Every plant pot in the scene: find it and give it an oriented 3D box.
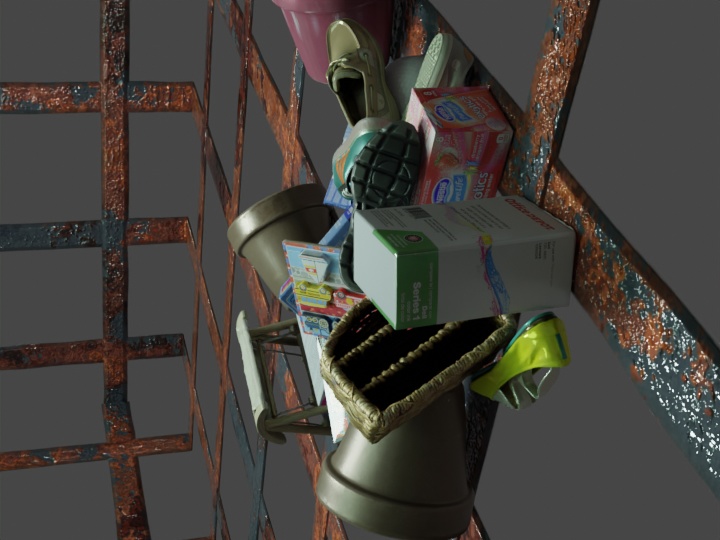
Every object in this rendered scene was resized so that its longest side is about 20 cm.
[{"bbox_3d":[-0.030,-0.378,1.557,0.201,0.197,0.181,-116,13,-51],"label":"plant pot"},{"bbox_3d":[0.055,0.212,1.345,0.200,0.197,0.178,-145,64,-68],"label":"plant pot"},{"bbox_3d":[-0.114,-0.031,1.914,0.177,0.198,0.201,63,156,14],"label":"plant pot"}]

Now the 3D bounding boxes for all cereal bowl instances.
[{"bbox_3d":[0.053,-0.191,1.466,0.200,0.082,0.204,178,90,-72],"label":"cereal bowl"}]

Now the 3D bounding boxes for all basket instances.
[{"bbox_3d":[0.054,0.076,1.208,0.144,0.198,0.149,55,168,12],"label":"basket"}]

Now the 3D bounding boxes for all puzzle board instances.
[{"bbox_3d":[-0.003,0.039,1.369,0.017,0.197,0.153,-54,-37,-43],"label":"puzzle board"}]

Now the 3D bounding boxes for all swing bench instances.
[{"bbox_3d":[-0.108,0.180,1.862,0.131,0.196,0.201,107,153,-49],"label":"swing bench"}]

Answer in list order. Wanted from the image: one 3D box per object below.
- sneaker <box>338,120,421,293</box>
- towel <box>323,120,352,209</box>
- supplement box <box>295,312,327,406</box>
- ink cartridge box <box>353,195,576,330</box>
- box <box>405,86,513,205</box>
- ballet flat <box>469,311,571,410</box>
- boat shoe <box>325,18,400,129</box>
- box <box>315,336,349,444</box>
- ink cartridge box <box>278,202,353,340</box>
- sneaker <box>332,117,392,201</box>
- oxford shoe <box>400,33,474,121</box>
[{"bbox_3d":[0.022,-0.077,1.256,0.079,0.074,0.203,-37,-34,-75],"label":"sneaker"},{"bbox_3d":[-0.003,-0.191,1.629,0.147,0.023,0.203,21,93,68],"label":"towel"},{"bbox_3d":[-0.037,0.108,1.781,0.104,0.099,0.202,107,154,-48],"label":"supplement box"},{"bbox_3d":[0.106,-0.013,1.133,0.145,0.196,0.085,-132,39,-63],"label":"ink cartridge box"},{"bbox_3d":[0.100,-0.110,1.293,0.095,0.101,0.202,-112,24,-45],"label":"box"},{"bbox_3d":[0.173,0.113,1.170,0.068,0.066,0.200,63,155,17],"label":"ballet flat"},{"bbox_3d":[-0.009,-0.254,1.411,0.072,0.064,0.203,-37,59,32],"label":"boat shoe"},{"bbox_3d":[0.006,0.145,1.624,0.135,0.040,0.203,-24,63,28],"label":"box"},{"bbox_3d":[0.000,0.000,1.483,0.201,0.136,0.076,-49,11,4],"label":"ink cartridge box"},{"bbox_3d":[0.001,-0.119,1.377,0.200,0.070,0.081,119,157,-70],"label":"sneaker"},{"bbox_3d":[0.087,-0.192,1.336,0.075,0.057,0.202,-110,39,-60],"label":"oxford shoe"}]
